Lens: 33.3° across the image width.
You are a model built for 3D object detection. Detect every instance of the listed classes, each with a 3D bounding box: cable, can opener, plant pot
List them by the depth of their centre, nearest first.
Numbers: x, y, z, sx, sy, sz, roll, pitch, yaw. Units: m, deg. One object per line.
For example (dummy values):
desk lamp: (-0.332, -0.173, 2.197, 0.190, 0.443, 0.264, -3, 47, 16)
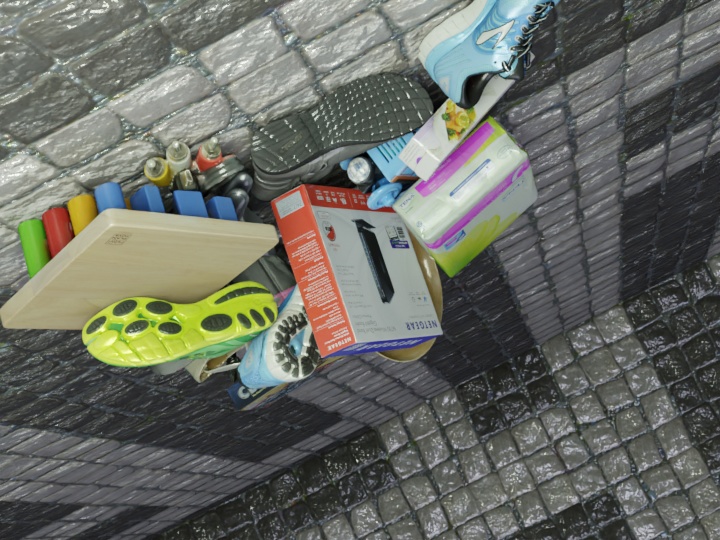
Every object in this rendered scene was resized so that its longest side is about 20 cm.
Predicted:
cable: (-0.177, -0.089, 1.225, 0.097, 0.051, 0.200, -19, 174, -17)
can opener: (-0.160, -0.028, 1.280, 0.078, 0.064, 0.200, 15, 127, -20)
plant pot: (0.028, 0.015, 1.463, 0.027, 0.201, 0.200, -18, 173, 40)

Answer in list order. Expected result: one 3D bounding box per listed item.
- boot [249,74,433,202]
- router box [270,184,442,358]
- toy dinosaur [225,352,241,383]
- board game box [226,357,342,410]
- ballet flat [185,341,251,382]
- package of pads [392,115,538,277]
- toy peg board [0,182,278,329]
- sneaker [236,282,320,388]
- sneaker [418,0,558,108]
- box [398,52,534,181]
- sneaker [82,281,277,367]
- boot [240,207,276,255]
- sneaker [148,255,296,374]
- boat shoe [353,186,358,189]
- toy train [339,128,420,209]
boot: (-0.027, -0.138, 1.261, 0.199, 0.070, 0.132, -17, 170, -7)
router box: (0.000, 0.000, 1.336, 0.049, 0.180, 0.200, -25, 168, 28)
toy dinosaur: (-0.154, 0.063, 1.595, 0.102, 0.136, 0.200, -22, -171, -13)
board game box: (-0.067, 0.114, 1.567, 0.200, 0.035, 0.135, -33, 170, 5)
ballet flat: (-0.133, 0.075, 1.470, 0.199, 0.070, 0.069, -31, 164, 12)
package of pads: (0.127, -0.083, 1.374, 0.154, 0.068, 0.200, -42, 163, 1)
toy peg board: (-0.224, -0.029, 1.170, 0.199, 0.098, 0.199, 4, 149, -47)
sneaker: (-0.080, 0.063, 1.302, 0.090, 0.079, 0.200, -27, -169, 29)
sneaker: (0.148, -0.227, 1.140, 0.078, 0.090, 0.200, -8, 157, -45)
box: (0.111, -0.169, 1.233, 0.200, 0.039, 0.041, -49, 180, -35)
sneaker: (-0.179, 0.066, 1.204, 0.199, 0.074, 0.084, -8, 152, -28)
boot: (-0.158, -0.023, 1.410, 0.095, 0.074, 0.200, -21, 156, 5)
sneaker: (-0.160, 0.046, 1.392, 0.199, 0.081, 0.086, -27, 179, 3)
boat shoe: (0.028, -0.075, 1.533, 0.199, 0.057, 0.069, -13, 160, -38)
toy train: (0.063, -0.128, 1.371, 0.114, 0.087, 0.200, -43, 160, 26)
